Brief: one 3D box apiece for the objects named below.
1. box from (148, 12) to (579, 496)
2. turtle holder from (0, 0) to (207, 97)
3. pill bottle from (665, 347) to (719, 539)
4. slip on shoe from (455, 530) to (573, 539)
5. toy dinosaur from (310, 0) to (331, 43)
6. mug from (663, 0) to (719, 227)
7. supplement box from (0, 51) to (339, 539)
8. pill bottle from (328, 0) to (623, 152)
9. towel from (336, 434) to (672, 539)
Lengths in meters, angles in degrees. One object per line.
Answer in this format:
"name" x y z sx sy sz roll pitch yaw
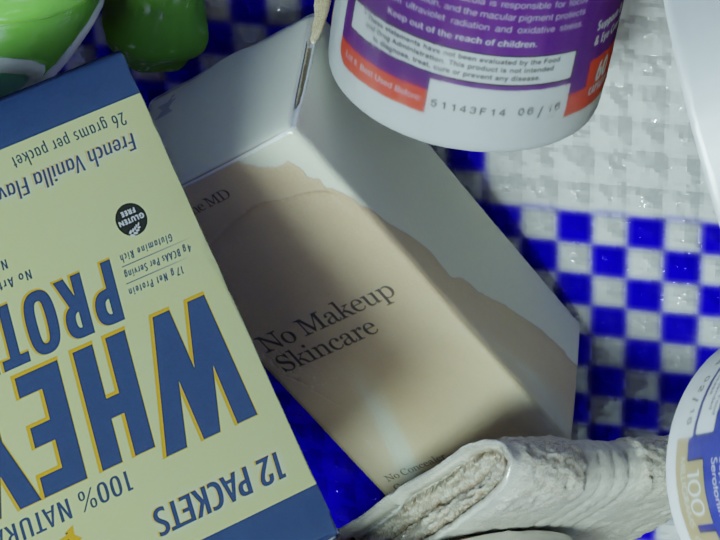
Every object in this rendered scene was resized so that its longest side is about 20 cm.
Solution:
"box" 0.000 0.000 1.092 0.095 0.078 0.200 -26 124 28
"turtle holder" -0.161 -0.129 1.049 0.141 0.185 0.132 50 137 22
"pill bottle" 0.202 0.064 0.910 0.120 0.120 0.200 40 160 -11
"slip on shoe" 0.006 0.153 1.054 0.076 0.199 0.061 -45 60 52
"toy dinosaur" -0.043 -0.180 1.004 0.101 0.058 0.200 -46 71 13
"mug" 0.202 -0.074 0.950 0.152 0.186 0.150 -15 85 14
"supplement box" -0.133 0.050 1.019 0.201 0.134 0.200 65 159 1
"pill bottle" 0.055 -0.155 0.982 0.111 0.112 0.201 14 124 6
"towel" 0.055 0.115 1.134 0.132 0.035 0.200 1 154 -37
